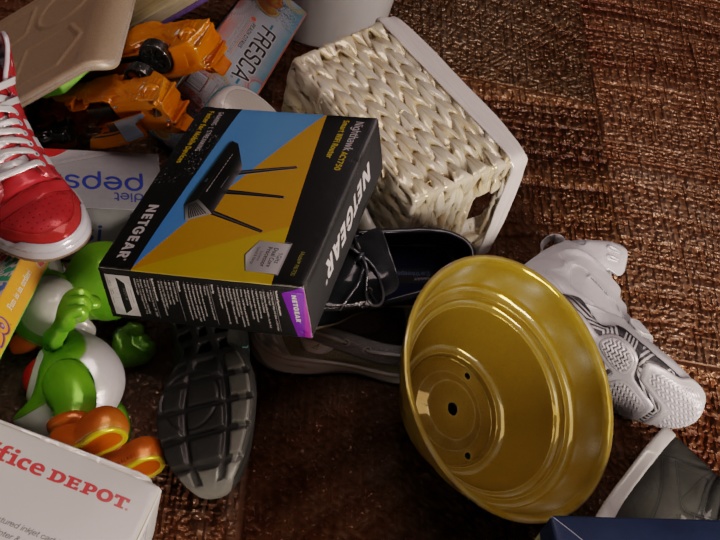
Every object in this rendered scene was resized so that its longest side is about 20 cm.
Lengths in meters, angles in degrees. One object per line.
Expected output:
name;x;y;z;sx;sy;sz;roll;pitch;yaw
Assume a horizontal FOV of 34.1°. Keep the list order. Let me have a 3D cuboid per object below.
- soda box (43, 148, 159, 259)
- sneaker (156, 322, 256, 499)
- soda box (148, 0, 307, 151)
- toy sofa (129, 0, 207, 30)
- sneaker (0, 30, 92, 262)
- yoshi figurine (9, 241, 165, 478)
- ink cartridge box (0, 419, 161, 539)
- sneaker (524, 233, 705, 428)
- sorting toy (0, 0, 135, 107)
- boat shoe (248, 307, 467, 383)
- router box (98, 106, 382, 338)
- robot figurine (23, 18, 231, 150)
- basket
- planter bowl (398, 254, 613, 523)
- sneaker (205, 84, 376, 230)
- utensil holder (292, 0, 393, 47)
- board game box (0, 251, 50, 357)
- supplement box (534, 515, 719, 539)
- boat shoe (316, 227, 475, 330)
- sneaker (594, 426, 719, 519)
soda box;-0.260;-0.054;0.935;0.199;0.064;0.069;2;49;-16
sneaker;-0.103;0.074;0.859;0.075;0.079;0.201;-13;59;10
soda box;-0.120;-0.185;1.081;0.063;0.068;0.201;37;46;-14
toy sofa;-0.165;-0.272;1.087;0.199;0.098;0.083;-27;73;10
sneaker;-0.254;-0.095;0.823;0.071;0.113;0.200;-25;45;-24
yoshi figurine;-0.189;0.050;0.848;0.111;0.113;0.201;3;45;-35
ink cartridge box;-0.226;0.203;0.709;0.145;0.084;0.201;21;47;2
sneaker;0.215;0.042;0.994;0.199;0.075;0.115;32;51;15
sorting toy;-0.277;-0.180;0.991;0.199;0.037;0.186;-20;39;16
boat shoe;0.012;0.042;0.937;0.201;0.065;0.075;3;50;-16
router box;-0.079;-0.042;0.848;0.148;0.051;0.201;5;42;14
robot figurine;-0.210;-0.151;0.981;0.199;0.058;0.145;-2;49;36
basket;0.027;-0.102;1.024;0.123;0.136;0.200;-24;61;-28
planter bowl;0.090;0.096;0.884;0.199;0.083;0.202;15;63;-31
sneaker;-0.052;-0.077;0.974;0.076;0.081;0.200;-36;88;-36
utensil holder;-0.026;-0.350;1.174;0.169;0.201;0.171;9;48;-11
board game box;-0.270;0.045;0.801;0.030;0.095;0.201;46;33;-29
supplement box;0.183;0.258;0.712;0.199;0.200;0.135;5;49;-14
boat shoe;0.000;0.000;0.884;0.199;0.062;0.075;-4;67;-27
sneaker;0.222;0.202;0.861;0.099;0.071;0.200;34;44;19
